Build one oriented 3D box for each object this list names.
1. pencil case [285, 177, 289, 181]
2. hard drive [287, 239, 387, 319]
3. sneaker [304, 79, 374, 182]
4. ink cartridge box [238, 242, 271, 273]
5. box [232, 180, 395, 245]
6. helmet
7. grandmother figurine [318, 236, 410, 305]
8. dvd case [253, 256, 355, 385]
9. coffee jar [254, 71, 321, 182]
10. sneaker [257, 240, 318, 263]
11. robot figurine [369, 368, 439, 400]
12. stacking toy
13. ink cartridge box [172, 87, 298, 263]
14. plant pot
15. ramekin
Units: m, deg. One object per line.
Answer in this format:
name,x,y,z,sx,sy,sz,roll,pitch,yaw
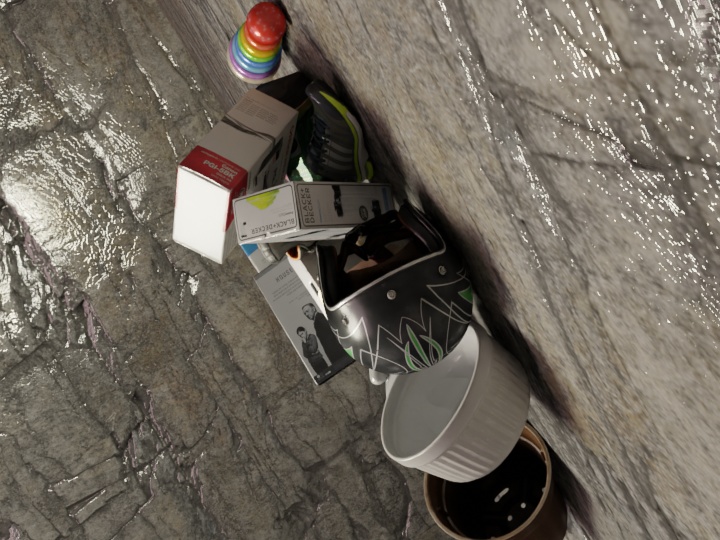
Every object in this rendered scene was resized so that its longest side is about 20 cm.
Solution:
pencil case,-0.091,-0.186,1.474,0.088,0.087,0.200,58,173,-12
hard drive,0.000,0.000,1.275,0.132,0.199,0.026,55,136,13
sneaker,-0.040,-0.172,1.136,0.074,0.081,0.201,52,172,36
ink cartridge box,-0.088,-0.017,1.380,0.201,0.145,0.084,55,-176,13
box,-0.056,-0.076,1.103,0.116,0.199,0.061,-11,88,40
helmet,0.045,0.031,1.019,0.201,0.198,0.192,64,-178,-51
grandmother figurine,0.018,0.004,1.194,0.060,0.200,0.123,0,114,37
dvd case,-0.057,0.053,1.307,0.201,0.150,0.025,57,-174,13
coffee jar,-0.086,-0.197,1.271,0.103,0.086,0.201,-7,125,38
sneaker,-0.084,-0.059,1.213,0.199,0.073,0.080,-21,-88,-52
robot figurine,0.091,0.127,1.222,0.113,0.167,0.203,154,117,-71
stacking toy,-0.140,-0.329,1.198,0.086,0.085,0.200,57,168,-8
ink cartridge box,-0.172,-0.134,1.170,0.082,0.201,0.148,25,139,7
plant pot,0.226,0.358,1.311,0.201,0.200,0.199,50,179,45
ramekin,0.125,0.170,1.070,0.104,0.201,0.200,31,-177,-20
